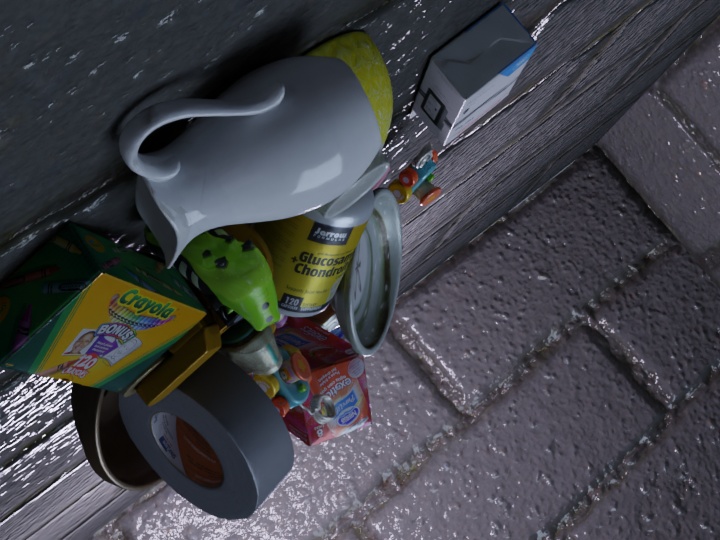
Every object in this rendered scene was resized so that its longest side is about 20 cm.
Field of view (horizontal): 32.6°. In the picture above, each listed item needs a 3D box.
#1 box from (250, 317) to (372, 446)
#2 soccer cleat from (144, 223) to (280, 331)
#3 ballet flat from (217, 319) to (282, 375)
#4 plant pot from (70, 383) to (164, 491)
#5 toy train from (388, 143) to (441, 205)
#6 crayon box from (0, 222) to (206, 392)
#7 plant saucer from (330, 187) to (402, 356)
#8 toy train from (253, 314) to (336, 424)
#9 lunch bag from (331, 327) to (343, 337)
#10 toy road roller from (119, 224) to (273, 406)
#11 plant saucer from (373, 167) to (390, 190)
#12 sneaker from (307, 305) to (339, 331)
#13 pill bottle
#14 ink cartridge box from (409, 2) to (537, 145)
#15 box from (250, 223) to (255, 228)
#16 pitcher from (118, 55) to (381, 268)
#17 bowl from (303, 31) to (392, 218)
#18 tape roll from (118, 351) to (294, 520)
[{"bbox_3d":[-0.075,0.133,1.555,0.095,0.101,0.200,-17,-159,-24],"label":"box"},{"bbox_3d":[-0.134,-0.005,1.081,0.067,0.082,0.200,-30,-148,-19],"label":"soccer cleat"},{"bbox_3d":[-0.152,0.086,1.345,0.067,0.063,0.199,-44,-155,-24],"label":"ballet flat"},{"bbox_3d":[-0.272,0.148,1.440,0.200,0.092,0.203,-26,121,-55],"label":"plant pot"},{"bbox_3d":[0.039,-0.073,1.589,0.200,0.056,0.150,-46,-179,7],"label":"toy train"},{"bbox_3d":[-0.233,0.038,1.083,0.119,0.058,0.200,-41,159,7],"label":"crayon box"},{"bbox_3d":[0.000,0.000,1.472,0.200,0.050,0.202,6,90,-73],"label":"plant saucer"},{"bbox_3d":[-0.069,0.070,1.406,0.149,0.202,0.055,9,151,-44],"label":"toy train"},{"bbox_3d":[-0.017,-0.009,1.795,0.200,0.094,0.151,-46,-157,8],"label":"lunch bag"},{"bbox_3d":[-0.177,0.031,1.252,0.200,0.123,0.146,-41,175,7],"label":"toy road roller"},{"bbox_3d":[-0.051,-0.076,1.509,0.200,0.051,0.201,-43,177,-3],"label":"plant saucer"},{"bbox_3d":[-0.042,0.060,1.694,0.199,0.076,0.088,-27,155,19],"label":"sneaker"},{"bbox_3d":[-0.051,-0.056,1.329,0.112,0.112,0.201,-31,153,-51],"label":"pill bottle"},{"bbox_3d":[0.132,-0.227,1.494,0.116,0.068,0.200,-38,173,-12],"label":"ink cartridge box"},{"bbox_3d":[-0.157,0.048,1.518,0.200,0.021,0.165,121,-18,-68],"label":"box"},{"bbox_3d":[-0.088,-0.102,0.969,0.199,0.122,0.172,-27,158,-10],"label":"pitcher"},{"bbox_3d":[-0.036,-0.114,1.147,0.200,0.108,0.200,-40,174,-5],"label":"bowl"},{"bbox_3d":[-0.168,0.174,1.334,0.066,0.200,0.200,-43,177,-37],"label":"tape roll"}]
